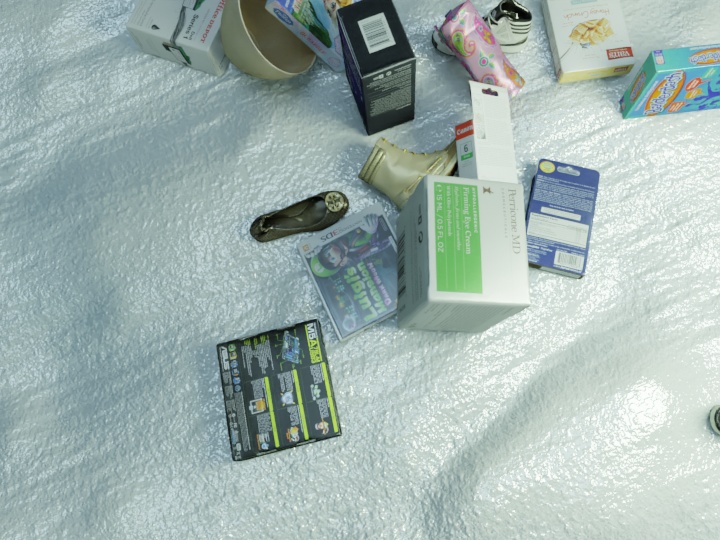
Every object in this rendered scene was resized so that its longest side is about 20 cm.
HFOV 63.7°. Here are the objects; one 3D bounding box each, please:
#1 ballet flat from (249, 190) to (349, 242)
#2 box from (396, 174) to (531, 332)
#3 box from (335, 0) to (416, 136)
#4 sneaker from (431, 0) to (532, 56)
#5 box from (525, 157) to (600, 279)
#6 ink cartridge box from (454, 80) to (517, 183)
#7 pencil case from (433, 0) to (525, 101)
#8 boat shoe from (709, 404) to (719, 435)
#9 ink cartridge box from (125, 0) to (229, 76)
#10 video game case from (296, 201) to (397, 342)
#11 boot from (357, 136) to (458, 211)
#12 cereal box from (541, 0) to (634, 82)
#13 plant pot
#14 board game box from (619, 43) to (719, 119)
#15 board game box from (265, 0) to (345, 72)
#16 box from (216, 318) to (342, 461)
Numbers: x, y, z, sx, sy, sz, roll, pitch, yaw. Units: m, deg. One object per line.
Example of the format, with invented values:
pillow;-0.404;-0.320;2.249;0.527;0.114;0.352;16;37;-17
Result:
ballet flat;-0.115;-0.103;1.085;0.195;0.046;0.069;-17;74;-1
box;0.158;-0.018;0.949;0.166;0.200;0.205;4;73;-10
box;0.032;-0.373;1.071;0.102;0.201;0.151;-19;72;-2
sneaker;0.238;-0.485;1.131;0.194;0.116;0.078;0;74;4
box;0.362;-0.097;1.055;0.118;0.032;0.205;13;77;7
ink cartridge box;0.225;-0.227;1.045;0.107;0.050;0.207;-3;86;-36
pencil case;0.225;-0.402;1.089;0.087;0.087;0.201;-43;102;-9
boat shoe;0.668;0.261;0.917;0.195;0.061;0.074;14;75;8
ink cartridge box;-0.354;-0.510;1.197;0.195;0.085;0.149;19;76;11
video game case;0.000;0.000;1.060;0.178;0.023;0.204;-26;74;-3
boot;0.103;-0.213;1.086;0.154;0.073;0.202;36;85;10
cereal box;0.445;-0.477;1.145;0.139;0.040;0.206;-7;74;2
plant pot;-0.197;-0.462;1.136;0.132;0.198;0.206;-10;69;41
board game box;0.595;-0.342;1.046;0.194;0.152;0.046;-5;74;3
board game box;-0.074;-0.539;1.138;0.040;0.197;0.205;1;70;45
box;-0.142;0.205;1.002;0.188;0.048;0.205;-14;73;-2
